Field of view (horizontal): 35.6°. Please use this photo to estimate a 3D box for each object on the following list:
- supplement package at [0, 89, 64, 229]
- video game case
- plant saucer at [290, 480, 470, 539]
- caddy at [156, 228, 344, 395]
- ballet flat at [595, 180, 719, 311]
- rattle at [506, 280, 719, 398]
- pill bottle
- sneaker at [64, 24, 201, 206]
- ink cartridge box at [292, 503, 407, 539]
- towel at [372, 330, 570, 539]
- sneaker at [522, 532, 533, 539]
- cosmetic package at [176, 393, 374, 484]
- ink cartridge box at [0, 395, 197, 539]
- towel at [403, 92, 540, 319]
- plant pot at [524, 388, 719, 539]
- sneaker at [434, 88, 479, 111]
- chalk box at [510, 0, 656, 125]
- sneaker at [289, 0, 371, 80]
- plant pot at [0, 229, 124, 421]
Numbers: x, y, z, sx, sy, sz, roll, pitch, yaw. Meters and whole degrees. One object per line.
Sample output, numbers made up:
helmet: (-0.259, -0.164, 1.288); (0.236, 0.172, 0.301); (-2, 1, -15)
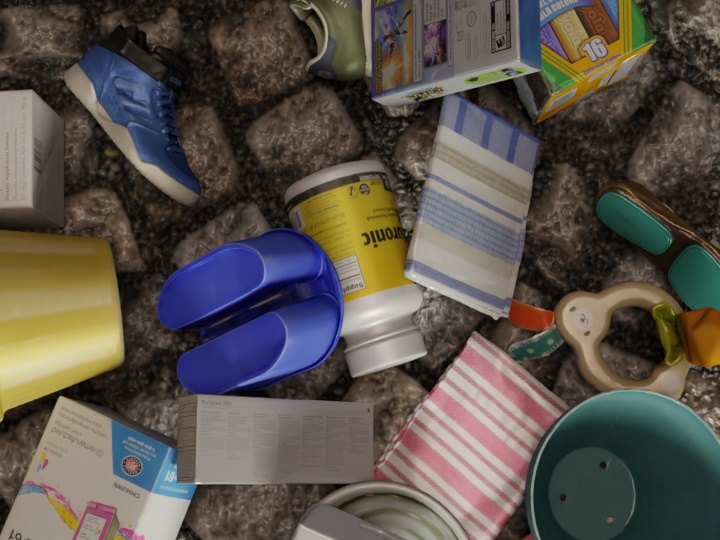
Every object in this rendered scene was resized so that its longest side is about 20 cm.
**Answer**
supplement package: (-0.416, -0.108, 1.149); (0.197, 0.120, 0.123); (-3, 83, 0)
video game case: (0.090, -0.278, 1.103); (0.180, 0.045, 0.203); (-7, 79, 40)
plant saucer: (0.023, 0.306, 1.114); (0.197, 0.050, 0.203); (0, 91, 9)
caddy: (-0.105, 0.042, 1.106); (0.199, 0.104, 0.143); (-25, 81, 36)
ballet flat: (0.330, -0.025, 1.161); (0.199, 0.068, 0.072); (41, 40, 10)
rattle: (0.248, 0.067, 1.115); (0.197, 0.143, 0.132); (18, 101, -3)
pill bottle: (0.000, 0.000, 1.136); (0.110, 0.111, 0.203); (-17, 83, -2)
sneaker: (-0.212, -0.171, 1.177); (0.111, 0.077, 0.200); (-43, 77, 4)
ink cartridge box: (-0.021, 0.344, 1.054); (0.144, 0.084, 0.203); (20, 94, 8)
towel: (0.115, 0.184, 1.149); (0.146, 0.030, 0.201); (38, 85, 5)
sneaker: (0.192, 0.368, 1.114); (0.086, 0.074, 0.202); (-30, 77, 8)
cosmetic package: (-0.080, 0.167, 1.094); (0.198, 0.050, 0.084); (8, 78, -32)
ink cartridge box: (-0.261, 0.247, 1.099); (0.143, 0.085, 0.202); (19, 83, 22)
towel: (0.116, -0.065, 1.144); (0.146, 0.024, 0.203); (22, 75, -35)
plant pot: (0.244, 0.220, 1.087); (0.197, 0.135, 0.203); (1, 80, -6)
sneaker: (0.075, -0.235, 1.197); (0.089, 0.067, 0.203); (-5, 89, 17)
chalk box: (0.196, -0.280, 1.167); (0.123, 0.125, 0.202); (-25, 84, -3)
sneaker: (-0.033, -0.299, 1.191); (0.088, 0.067, 0.203); (-8, 85, -6)
plant pot: (-0.334, 0.044, 1.103); (0.186, 0.201, 0.204); (-8, 82, -17)
